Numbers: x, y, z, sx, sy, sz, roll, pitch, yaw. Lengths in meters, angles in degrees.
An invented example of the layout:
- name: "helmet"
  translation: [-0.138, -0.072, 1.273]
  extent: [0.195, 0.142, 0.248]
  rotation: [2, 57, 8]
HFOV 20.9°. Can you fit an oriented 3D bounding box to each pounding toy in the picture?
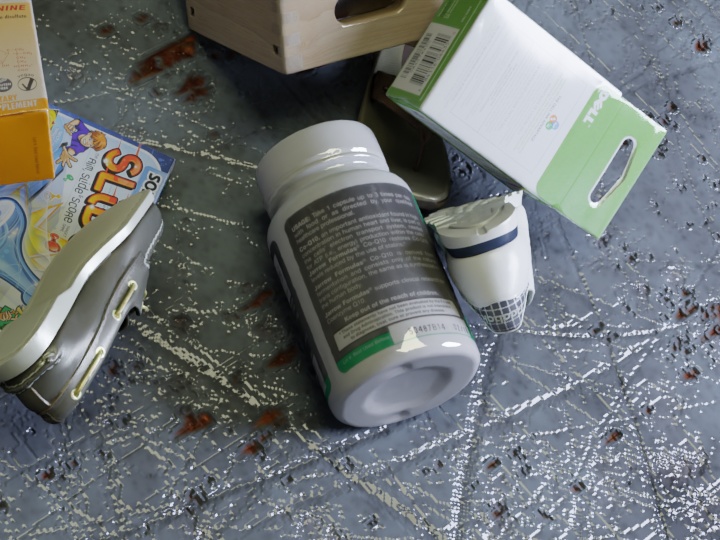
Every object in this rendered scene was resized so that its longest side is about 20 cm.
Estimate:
- name: "pounding toy"
  translation: [-0.007, -0.214, 1.504]
  extent: [0.199, 0.143, 0.184]
  rotation: [-17, 27, -28]

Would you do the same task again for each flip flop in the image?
- name: "flip flop"
  translation: [0.043, -0.133, 1.531]
  extent: [0.081, 0.058, 0.201]
  rotation: [16, 52, -11]

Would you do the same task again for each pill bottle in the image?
- name: "pill bottle"
  translation: [0.000, 0.000, 1.393]
  extent: [0.113, 0.113, 0.201]
  rotation: [-9, 62, -25]

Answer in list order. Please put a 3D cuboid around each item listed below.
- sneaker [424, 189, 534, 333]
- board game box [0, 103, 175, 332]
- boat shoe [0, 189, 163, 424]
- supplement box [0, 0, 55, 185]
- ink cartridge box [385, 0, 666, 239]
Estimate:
- name: "sneaker"
  translation: [0.093, -0.010, 1.426]
  extent: [0.076, 0.200, 0.081]
  rotation: [-19, 98, 10]
- name: "board game box"
  translation: [-0.228, -0.025, 1.375]
  extent: [0.135, 0.035, 0.201]
  rotation: [23, 53, -4]
- name: "boat shoe"
  translation: [-0.179, 0.021, 1.301]
  extent: [0.060, 0.072, 0.202]
  rotation: [51, 39, -19]
- name: "supplement box"
  translation: [-0.291, -0.153, 1.383]
  extent: [0.125, 0.074, 0.201]
  rotation: [-9, 52, -10]
- name: "ink cartridge box"
  translation: [0.127, -0.120, 1.476]
  extent: [0.200, 0.059, 0.104]
  rotation: [33, 88, -31]
